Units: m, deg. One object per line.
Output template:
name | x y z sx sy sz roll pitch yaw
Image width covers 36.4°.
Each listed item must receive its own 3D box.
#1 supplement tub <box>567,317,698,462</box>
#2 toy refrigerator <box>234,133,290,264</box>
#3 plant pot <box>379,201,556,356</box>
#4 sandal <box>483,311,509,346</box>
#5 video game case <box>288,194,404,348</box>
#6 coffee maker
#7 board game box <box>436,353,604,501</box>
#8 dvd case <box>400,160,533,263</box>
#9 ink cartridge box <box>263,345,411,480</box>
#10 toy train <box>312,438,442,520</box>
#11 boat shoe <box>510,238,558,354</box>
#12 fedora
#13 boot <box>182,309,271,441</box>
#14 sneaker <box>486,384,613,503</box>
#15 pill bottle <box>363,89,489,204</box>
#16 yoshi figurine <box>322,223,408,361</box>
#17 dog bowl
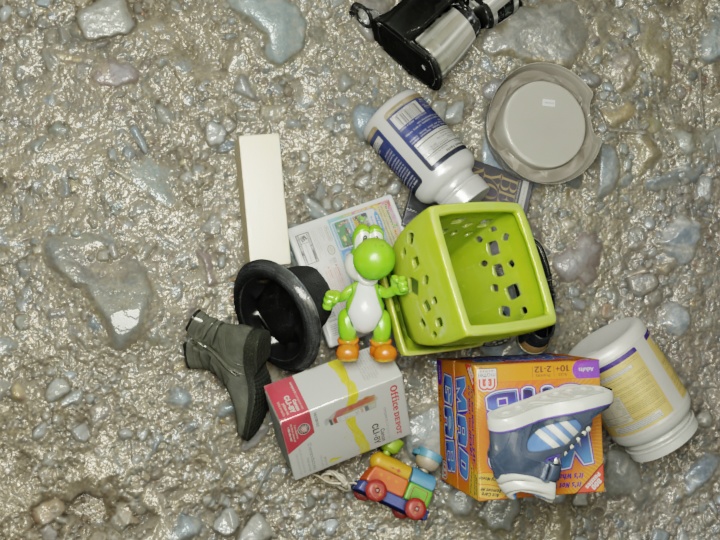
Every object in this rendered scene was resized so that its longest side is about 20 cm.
supplement tub | 0.441 0.193 1.776 0.145 0.145 0.200 -34 95 -11
toy refrigerator | -0.149 -0.106 1.696 0.070 0.076 0.200 -6 89 -12
plant pot | 0.144 0.023 1.643 0.199 0.181 0.200 -4 72 -40
sandal | 0.149 0.066 1.773 0.200 0.048 0.075 20 83 3
video game case | 0.000 0.000 1.735 0.182 0.024 0.200 -19 82 -12
coffee maker | 0.123 -0.421 1.732 0.192 0.135 0.200 45 80 -7
board game box | 0.243 0.236 1.705 0.199 0.200 0.200 -2 89 -12
dvd case | 0.176 -0.110 1.779 0.200 0.016 0.149 19 72 -11
ink cartridge box | -0.032 0.214 1.673 0.200 0.083 0.145 -20 133 -12
toy train | 0.028 0.306 1.723 0.200 0.085 0.116 27 73 -10
boat shoe | 0.283 0.035 1.772 0.074 0.062 0.200 7 67 -12
fedora | -0.103 0.056 1.660 0.092 0.201 0.201 -30 95 -36
boot | -0.207 0.157 1.681 0.130 0.068 0.200 14 117 18
sneaker | 0.279 0.255 1.576 0.200 0.081 0.147 -14 100 -15
pill bottle | 0.106 -0.175 1.709 0.111 0.111 0.200 -38 80 -10
yoshi figurine | 0.011 0.034 1.592 0.112 0.112 0.200 -6 99 -50
dog bowl | 0.294 -0.235 1.794 0.200 0.059 0.200 2 83 -15
